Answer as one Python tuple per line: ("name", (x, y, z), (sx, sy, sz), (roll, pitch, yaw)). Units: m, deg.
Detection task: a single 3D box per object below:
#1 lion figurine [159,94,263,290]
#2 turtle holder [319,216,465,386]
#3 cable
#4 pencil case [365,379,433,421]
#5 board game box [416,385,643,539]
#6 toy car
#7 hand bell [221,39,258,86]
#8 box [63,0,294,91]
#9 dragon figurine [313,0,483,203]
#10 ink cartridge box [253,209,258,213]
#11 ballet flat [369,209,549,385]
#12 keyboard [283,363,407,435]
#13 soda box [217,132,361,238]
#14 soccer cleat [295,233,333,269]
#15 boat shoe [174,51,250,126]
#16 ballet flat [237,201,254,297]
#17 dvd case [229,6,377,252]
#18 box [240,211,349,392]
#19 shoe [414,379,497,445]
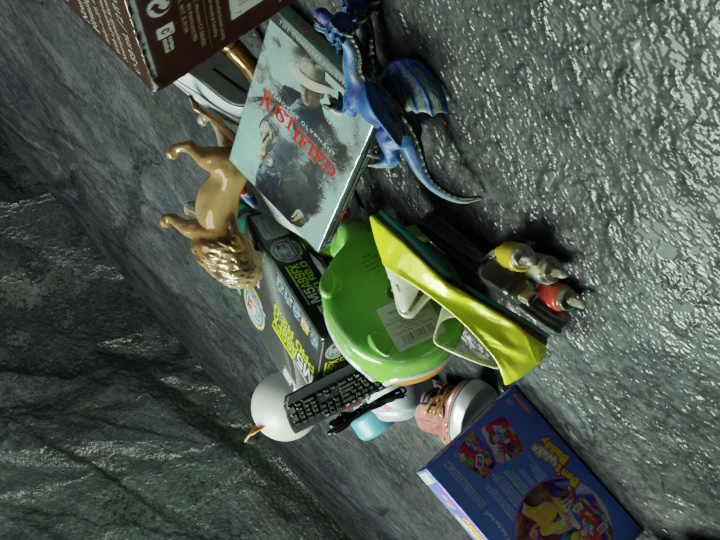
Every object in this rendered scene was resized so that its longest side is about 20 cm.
("lion figurine", (-0.153, -0.080, 1.035), (0.122, 0.072, 0.200), (27, 127, 29))
("turtle holder", (0.019, 0.035, 0.948), (0.185, 0.141, 0.132), (30, 156, 18))
("cable", (0.123, -0.006, 0.823), (0.097, 0.050, 0.200), (41, -179, -28))
("pencil case", (0.017, 0.094, 1.171), (0.083, 0.091, 0.200), (-10, 125, 36))
("board game box", (0.176, 0.242, 0.994), (0.200, 0.134, 0.045), (49, 162, 7))
("toy car", (-0.080, 0.168, 1.308), (0.185, 0.200, 0.177), (57, -176, -5))
("hand bell", (-0.123, -0.219, 0.934), (0.200, 0.104, 0.104), (44, 166, -24))
("box", (-0.167, -0.285, 0.735), (0.200, 0.164, 0.166), (44, 161, 20))
("dragon figurine", (0.027, -0.128, 0.746), (0.200, 0.059, 0.099), (52, 163, 0))
("ink cartridge box", (-0.129, -0.043, 1.295), (0.104, 0.059, 0.200), (35, 156, 39))
("ballet flat", (0.073, 0.028, 0.843), (0.200, 0.067, 0.067), (38, -175, 11))
("keyboard", (0.011, 0.134, 1.083), (0.021, 0.200, 0.127), (59, 169, 34))
("soda box", (-0.089, -0.101, 1.069), (0.200, 0.068, 0.064), (31, 153, 47))
("soccer cleat", (0.000, 0.000, 1.079), (0.200, 0.068, 0.081), (46, 177, 23))
("boat shoe", (-0.184, -0.221, 1.051), (0.200, 0.074, 0.067), (44, 159, 18))
("ballet flat", (-0.149, -0.028, 1.195), (0.070, 0.067, 0.200), (39, 159, 29))
("dvd case", (-0.054, -0.129, 0.898), (0.146, 0.022, 0.200), (46, 140, 15))
("box", (-0.078, 0.051, 1.104), (0.200, 0.044, 0.160), (56, 151, 32))
("shoe", (0.106, 0.165, 1.114), (0.091, 0.071, 0.200), (35, 162, 26))
